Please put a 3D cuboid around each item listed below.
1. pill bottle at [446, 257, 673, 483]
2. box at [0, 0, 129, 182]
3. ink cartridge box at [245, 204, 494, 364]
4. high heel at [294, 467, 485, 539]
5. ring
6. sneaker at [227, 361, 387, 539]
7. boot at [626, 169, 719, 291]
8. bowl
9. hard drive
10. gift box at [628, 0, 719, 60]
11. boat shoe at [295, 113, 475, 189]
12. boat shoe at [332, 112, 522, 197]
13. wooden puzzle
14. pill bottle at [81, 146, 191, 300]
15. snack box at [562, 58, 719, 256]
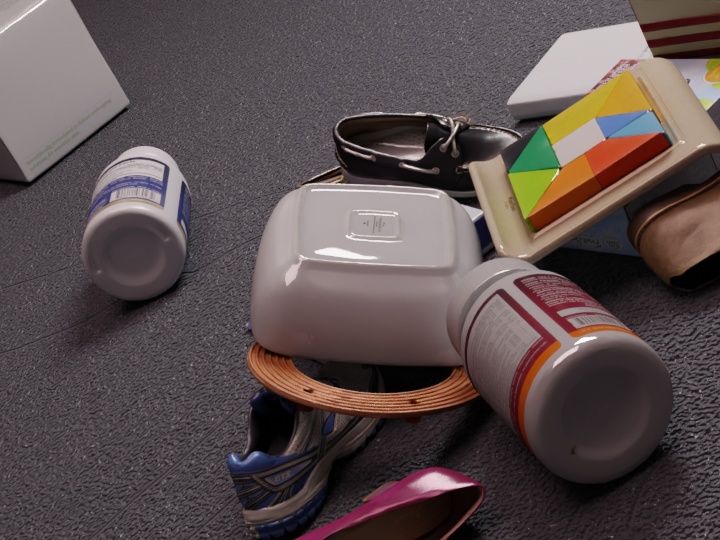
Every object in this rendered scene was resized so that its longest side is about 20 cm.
[{"bbox_3d":[0.136,0.065,1.265,0.109,0.110,0.200,-32,25,-4],"label":"pill bottle"},{"bbox_3d":[-0.472,-0.260,2.439,0.199,0.201,0.171,-41,25,-24],"label":"box"},{"bbox_3d":[0.000,0.000,1.620,0.196,0.044,0.199,-40,28,-18],"label":"ink cartridge box"},{"bbox_3d":[-0.001,0.201,1.205,0.096,0.068,0.200,-15,24,52],"label":"high heel"},{"bbox_3d":[0.009,0.079,1.390,0.198,0.019,0.201,4,19,-1],"label":"ring"},{"bbox_3d":[-0.043,0.117,1.395,0.076,0.086,0.201,-12,30,34],"label":"sneaker"},{"bbox_3d":[0.310,-0.052,1.363,0.199,0.074,0.076,-33,43,4],"label":"boot"},{"bbox_3d":[0.010,-0.007,1.442,0.197,0.075,0.201,3,33,-1],"label":"bowl"},{"bbox_3d":[0.255,-0.204,1.734,0.199,0.027,0.132,-3,37,44],"label":"hard drive"},{"bbox_3d":[0.351,-0.261,1.540,0.186,0.201,0.185,0,43,46],"label":"gift box"},{"bbox_3d":[0.029,-0.106,1.758,0.199,0.060,0.072,-30,18,-1],"label":"boat shoe"},{"bbox_3d":[0.068,-0.119,1.678,0.198,0.061,0.074,5,56,21],"label":"boat shoe"},{"bbox_3d":[0.187,-0.098,1.441,0.199,0.037,0.186,-28,27,9],"label":"wooden puzzle"},{"bbox_3d":[-0.241,-0.060,1.913,0.110,0.112,0.201,-25,25,10],"label":"pill bottle"},{"bbox_3d":[0.237,-0.102,1.514,0.200,0.068,0.168,-44,28,-24],"label":"snack box"}]
